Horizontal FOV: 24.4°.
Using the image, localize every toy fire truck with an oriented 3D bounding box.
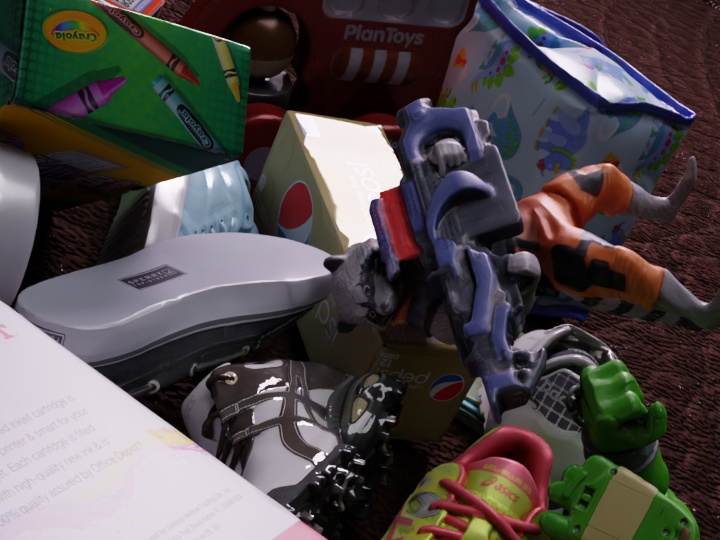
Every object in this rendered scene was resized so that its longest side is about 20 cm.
[{"bbox_3d":[-0.032,-0.138,1.078,0.199,0.169,0.112,3,29,-23],"label":"toy fire truck"}]

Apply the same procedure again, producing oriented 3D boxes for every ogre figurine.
[{"bbox_3d":[0.139,0.150,0.711,0.200,0.098,0.120,52,-1,28],"label":"ogre figurine"}]

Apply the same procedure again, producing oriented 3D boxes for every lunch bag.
[{"bbox_3d":[0.103,-0.086,1.137,0.127,0.171,0.200,5,28,-42],"label":"lunch bag"}]

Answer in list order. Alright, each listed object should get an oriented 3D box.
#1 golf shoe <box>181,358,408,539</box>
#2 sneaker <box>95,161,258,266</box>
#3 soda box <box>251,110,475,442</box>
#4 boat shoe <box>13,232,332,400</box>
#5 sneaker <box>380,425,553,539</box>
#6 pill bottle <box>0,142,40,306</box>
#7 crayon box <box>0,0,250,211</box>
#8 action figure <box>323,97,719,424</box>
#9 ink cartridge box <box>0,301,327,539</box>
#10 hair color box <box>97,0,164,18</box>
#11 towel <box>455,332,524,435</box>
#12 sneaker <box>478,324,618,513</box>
[{"bbox_3d":[-0.043,0.089,0.722,0.094,0.078,0.200,19,14,7],"label":"golf shoe"},{"bbox_3d":[-0.089,-0.023,0.906,0.082,0.074,0.200,29,26,-13],"label":"sneaker"},{"bbox_3d":[0.000,0.000,0.914,0.064,0.068,0.200,7,38,-25],"label":"soda box"},{"bbox_3d":[-0.087,0.025,0.785,0.068,0.057,0.200,25,24,33],"label":"boat shoe"},{"bbox_3d":[0.038,0.122,0.702,0.078,0.091,0.200,29,22,3],"label":"sneaker"},{"bbox_3d":[-0.242,-0.035,0.694,0.199,0.113,0.112,15,25,-30],"label":"pill bottle"},{"bbox_3d":[-0.156,-0.079,0.820,0.118,0.059,0.200,12,-12,-35],"label":"crayon box"},{"bbox_3d":[0.079,0.012,0.799,0.192,0.105,0.201,-3,47,0],"label":"action figure"},{"bbox_3d":[-0.108,0.107,0.569,0.200,0.086,0.147,32,22,16],"label":"ink cartridge box"},{"bbox_3d":[-0.229,-0.148,0.966,0.199,0.111,0.064,27,22,-4],"label":"hair color box"},{"bbox_3d":[0.061,0.047,0.991,0.200,0.022,0.147,32,23,11],"label":"towel"},{"bbox_3d":[0.107,0.064,0.879,0.076,0.081,0.200,25,17,1],"label":"sneaker"}]
